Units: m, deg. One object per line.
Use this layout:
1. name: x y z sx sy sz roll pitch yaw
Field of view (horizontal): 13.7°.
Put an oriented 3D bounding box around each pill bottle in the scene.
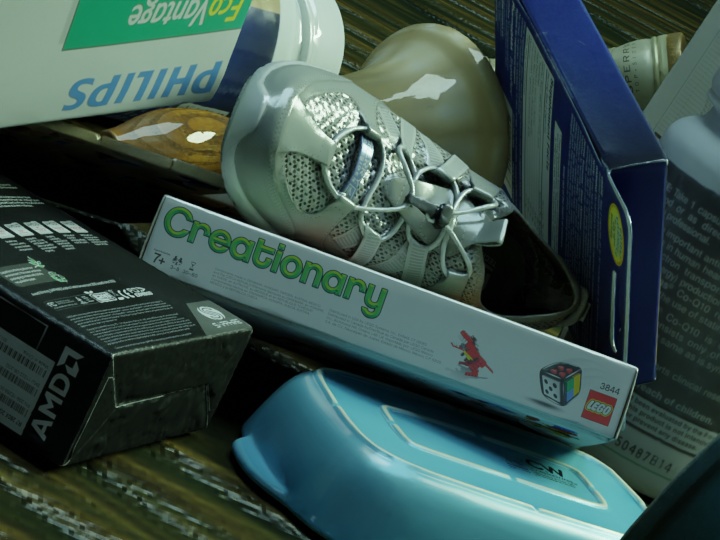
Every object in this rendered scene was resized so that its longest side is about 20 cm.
1. pill bottle: 0.169 0.000 1.375 0.113 0.201 0.113 25 14 -7
2. pill bottle: -0.103 -0.129 1.537 0.200 0.111 0.111 11 21 -48

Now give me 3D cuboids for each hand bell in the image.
1. hand bell: -0.038 -0.056 1.333 0.199 0.104 0.104 -6 33 -44

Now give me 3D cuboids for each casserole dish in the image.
1. casserole dish: 0.045 0.088 1.173 0.199 0.039 0.121 20 15 -26

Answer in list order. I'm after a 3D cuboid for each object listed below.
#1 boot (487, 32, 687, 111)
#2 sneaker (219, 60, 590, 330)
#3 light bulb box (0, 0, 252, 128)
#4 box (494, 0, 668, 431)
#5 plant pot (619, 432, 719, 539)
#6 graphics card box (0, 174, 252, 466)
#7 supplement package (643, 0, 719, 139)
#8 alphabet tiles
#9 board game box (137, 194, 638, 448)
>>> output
1. boot: 0.118 -0.069 1.775 0.155 0.073 0.200 -4 -26 3
2. sneaker: 0.024 -0.030 1.234 0.082 0.075 0.200 10 -13 43
3. light bulb box: -0.163 -0.160 1.158 0.200 0.125 0.198 40 31 28
4. box: 0.098 -0.036 1.311 0.032 0.122 0.200 -9 40 -9
5. plant pot: 0.201 0.138 0.992 0.188 0.200 0.200 50 22 22
6. graphics card box: -0.151 -0.002 1.117 0.200 0.051 0.125 29 13 17
7. supplement package: 0.221 -0.058 1.658 0.114 0.200 0.109 44 21 28
8. alphabet tiles: -0.118 -0.042 1.264 0.199 0.008 0.167 18 -10 -30
9. board game box: 0.007 0.024 1.224 0.199 0.035 0.126 20 -6 -2
